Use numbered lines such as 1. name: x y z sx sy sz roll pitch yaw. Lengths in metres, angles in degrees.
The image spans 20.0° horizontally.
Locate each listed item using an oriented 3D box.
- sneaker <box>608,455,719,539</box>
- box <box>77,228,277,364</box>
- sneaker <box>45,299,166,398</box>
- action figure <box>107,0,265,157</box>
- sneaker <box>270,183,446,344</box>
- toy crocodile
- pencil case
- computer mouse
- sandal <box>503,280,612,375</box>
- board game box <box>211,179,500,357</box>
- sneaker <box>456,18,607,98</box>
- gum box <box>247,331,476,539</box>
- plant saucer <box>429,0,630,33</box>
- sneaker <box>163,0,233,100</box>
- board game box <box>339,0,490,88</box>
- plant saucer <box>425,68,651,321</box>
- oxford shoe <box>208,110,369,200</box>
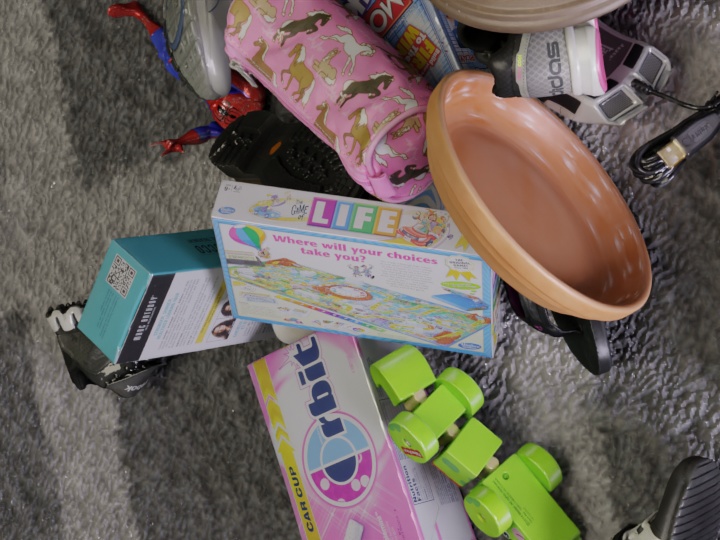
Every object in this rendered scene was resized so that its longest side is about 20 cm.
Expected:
1. sneaker: 0.185 0.209 1.408 0.088 0.074 0.201 28 111 33
2. box: -0.118 0.014 1.562 0.049 0.200 0.083 40 118 29
3. sneaker: -0.186 0.059 1.717 0.199 0.066 0.091 -12 89 44
4. action figure: -0.150 -0.162 1.643 0.200 0.099 0.065 47 126 24
5. sneaker: 0.000 0.003 1.546 0.200 0.072 0.073 -43 61 35
6. toy crocodile: 0.081 0.136 1.480 0.200 0.067 0.062 45 156 4
7. pencil case: -0.014 -0.132 1.443 0.200 0.083 0.087 44 116 36
8. computer mouse: 0.175 -0.126 1.391 0.110 0.044 0.200 -45 47 -12
9. sandal: 0.118 -0.007 1.443 0.075 0.048 0.201 92 154 -64
10. board game box: 0.000 0.000 1.462 0.199 0.135 0.034 9 58 9
11. sneaker: 0.103 -0.189 1.391 0.074 0.087 0.201 80 177 -51
12. gum box: 0.002 0.144 1.561 0.113 0.066 0.201 -27 77 38
13. plant saucer: 0.126 -0.239 1.358 0.199 0.030 0.201 -11 50 14
14. sneaker: -0.109 -0.230 1.587 0.074 0.087 0.201 152 116 -66
15. board game box: 0.016 -0.169 1.522 0.200 0.062 0.200 -49 64 32
16. plant saucer: 0.113 -0.046 1.360 0.037 0.200 0.201 -41 68 28
17. oxford shoe: -0.036 -0.067 1.531 0.073 0.084 0.200 -48 28 -7
